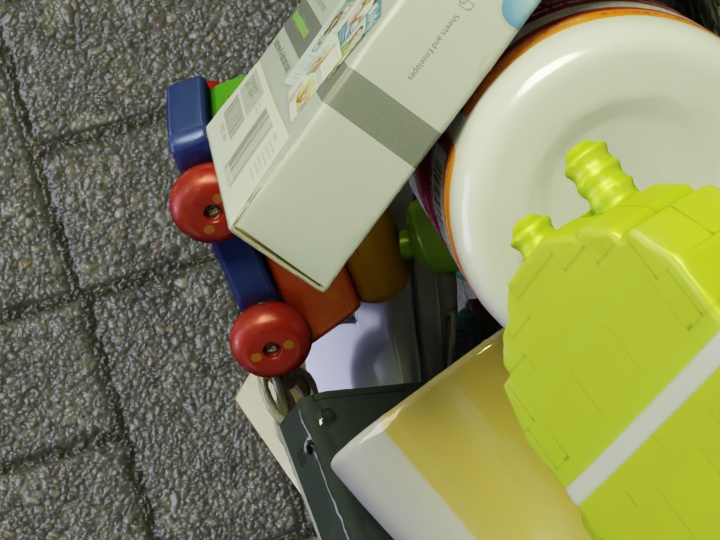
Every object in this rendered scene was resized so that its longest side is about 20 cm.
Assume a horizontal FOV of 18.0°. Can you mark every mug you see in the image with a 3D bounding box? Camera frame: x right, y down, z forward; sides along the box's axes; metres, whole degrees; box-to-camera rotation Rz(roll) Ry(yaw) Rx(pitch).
[{"bbox_3d":[0.090,0.091,0.855,0.153,0.149,0.187,56,179,6],"label":"mug"}]

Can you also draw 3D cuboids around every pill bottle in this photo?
[{"bbox_3d":[0.072,-0.046,0.784,0.200,0.113,0.113,-113,8,-72],"label":"pill bottle"}]

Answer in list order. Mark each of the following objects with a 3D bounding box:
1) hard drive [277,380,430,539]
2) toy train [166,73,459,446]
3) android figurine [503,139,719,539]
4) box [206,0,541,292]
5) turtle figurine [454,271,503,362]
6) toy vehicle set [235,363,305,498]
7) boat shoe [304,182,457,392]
[{"bbox_3d":[0.062,0.137,0.935,0.033,0.139,0.200,-53,50,45],"label":"hard drive"},{"bbox_3d":[0.000,0.000,0.953,0.085,0.115,0.200,-98,-11,-57],"label":"toy train"},{"bbox_3d":[0.108,0.055,0.633,0.200,0.041,0.182,54,152,15],"label":"android figurine"},{"bbox_3d":[0.024,-0.101,0.750,0.041,0.200,0.156,33,-172,-14],"label":"box"},{"bbox_3d":[0.085,0.021,1.110,0.200,0.149,0.101,46,115,42],"label":"turtle figurine"},{"bbox_3d":[0.050,0.093,1.084,0.124,0.200,0.027,53,124,35],"label":"toy vehicle set"},{"bbox_3d":[0.007,-0.021,1.022,0.065,0.073,0.201,-12,-75,-55],"label":"boat shoe"}]
